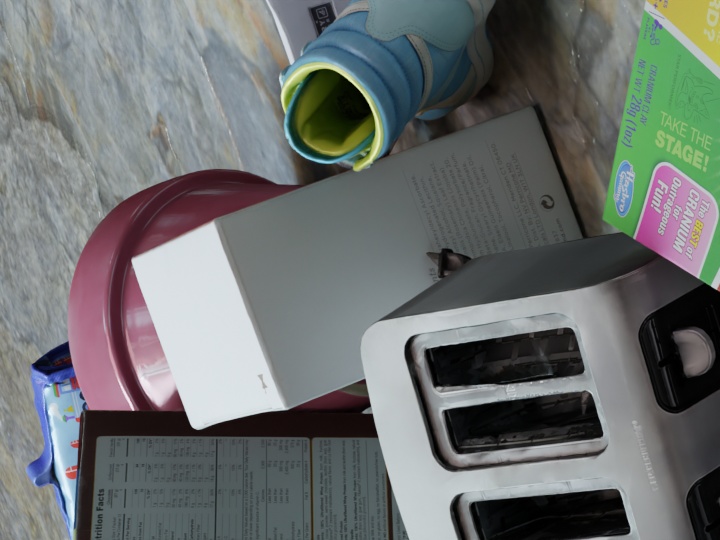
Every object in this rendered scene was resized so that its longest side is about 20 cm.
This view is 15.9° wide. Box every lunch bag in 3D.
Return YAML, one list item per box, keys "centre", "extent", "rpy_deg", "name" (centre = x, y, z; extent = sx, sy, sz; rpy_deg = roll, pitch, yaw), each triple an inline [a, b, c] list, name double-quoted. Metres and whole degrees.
- centre: [-0.145, 0.106, 1.827]
  extent: [0.094, 0.200, 0.151]
  rpy_deg: [35, 140, 54]
  name: "lunch bag"

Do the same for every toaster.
- centre: [0.108, 0.077, 1.264]
  extent: [0.200, 0.119, 0.181]
  rpy_deg: [-9, 101, 38]
  name: "toaster"

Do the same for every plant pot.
- centre: [-0.054, 0.027, 1.600]
  extent: [0.179, 0.200, 0.200]
  rpy_deg: [-15, 96, 52]
  name: "plant pot"

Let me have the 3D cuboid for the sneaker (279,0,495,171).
- centre: [0.007, -0.098, 1.365]
  extent: [0.080, 0.131, 0.200]
  rpy_deg: [35, 167, 12]
  name: "sneaker"

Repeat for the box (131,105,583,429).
- centre: [0.000, 0.000, 1.420]
  extent: [0.152, 0.200, 0.106]
  rpy_deg: [-18, 92, 66]
  name: "box"

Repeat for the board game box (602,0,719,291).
- centre: [0.189, -0.058, 1.106]
  extent: [0.200, 0.040, 0.153]
  rpy_deg: [36, 123, 52]
  name: "board game box"

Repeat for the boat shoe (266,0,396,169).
- centre: [-0.022, -0.154, 1.509]
  extent: [0.065, 0.074, 0.200]
  rpy_deg: [70, -169, -86]
  name: "boat shoe"

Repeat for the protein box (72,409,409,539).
- centre: [-0.069, 0.198, 1.549]
  extent: [0.199, 0.200, 0.135]
  rpy_deg: [94, 176, -46]
  name: "protein box"
